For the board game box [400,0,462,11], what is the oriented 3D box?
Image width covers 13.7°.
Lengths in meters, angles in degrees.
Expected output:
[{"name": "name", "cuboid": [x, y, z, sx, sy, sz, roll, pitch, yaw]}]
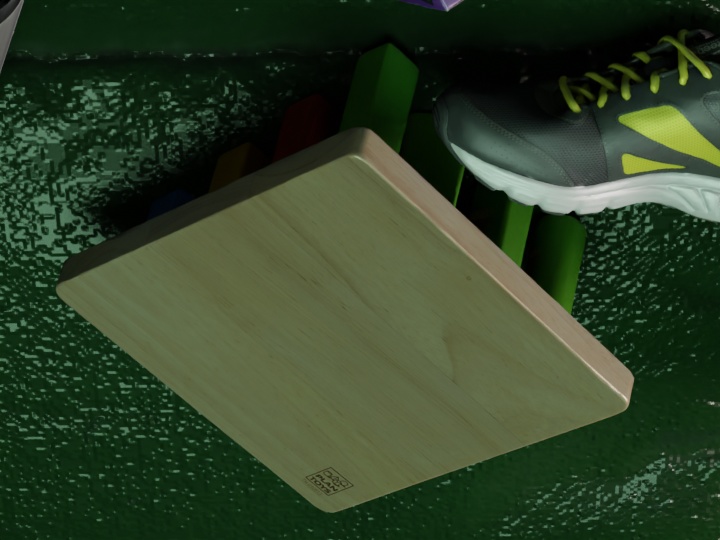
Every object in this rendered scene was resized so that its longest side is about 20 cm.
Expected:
[{"name": "board game box", "cuboid": [-0.026, -0.200, 1.191, 0.032, 0.120, 0.201, -37, 115, -21]}]

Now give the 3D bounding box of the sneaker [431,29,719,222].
[{"name": "sneaker", "cuboid": [0.129, -0.076, 1.358, 0.199, 0.075, 0.085, 5, 124, -20]}]

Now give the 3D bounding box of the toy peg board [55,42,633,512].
[{"name": "toy peg board", "cuboid": [0.000, 0.000, 1.419, 0.199, 0.098, 0.200, -22, 128, 38]}]

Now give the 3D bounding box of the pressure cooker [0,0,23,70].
[{"name": "pressure cooker", "cuboid": [-0.224, -0.122, 1.243, 0.178, 0.177, 0.201, 11, 134, -15]}]
